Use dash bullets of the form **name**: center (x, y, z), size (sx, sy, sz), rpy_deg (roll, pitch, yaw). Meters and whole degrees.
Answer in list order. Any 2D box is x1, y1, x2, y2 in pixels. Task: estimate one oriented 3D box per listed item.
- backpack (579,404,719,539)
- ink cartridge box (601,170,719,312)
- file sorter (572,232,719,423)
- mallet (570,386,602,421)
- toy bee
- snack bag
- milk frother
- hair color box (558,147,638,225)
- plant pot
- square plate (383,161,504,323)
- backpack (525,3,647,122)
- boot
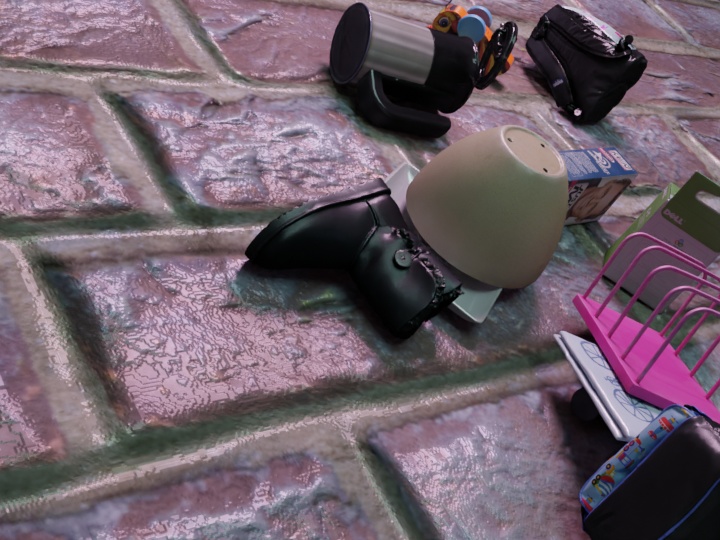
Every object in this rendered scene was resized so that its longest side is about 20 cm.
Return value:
- **backpack**: center (0.336, 0.247, 0.902), size (0.200, 0.183, 0.135), rpy_deg (32, 17, -27)
- **ink cartridge box**: center (0.429, -0.047, 1.277), size (0.104, 0.200, 0.059), rpy_deg (34, 36, 0)
- **file sorter**: center (0.361, 0.062, 1.083), size (0.139, 0.125, 0.200), rpy_deg (24, 22, -18)
- **mallet**: center (0.311, 0.188, 1.018), size (0.066, 0.041, 0.200), rpy_deg (0, 31, -39)
- **toy bee**: center (0.167, -0.405, 1.586), size (0.131, 0.109, 0.200), rpy_deg (-21, 87, -57)
- **snack bag**: center (0.322, 0.150, 1.041), size (0.200, 0.021, 0.189), rpy_deg (21, 23, -24)
- **milk frother**: center (0.089, -0.305, 1.314), size (0.188, 0.200, 0.181), rpy_deg (9, 47, -30)
- **hair color box**: center (0.297, -0.116, 1.340), size (0.200, 0.100, 0.061), rpy_deg (-11, 56, -43)
- **plant pot**: center (0.174, -0.096, 1.148), size (0.200, 0.134, 0.200), rpy_deg (20, 39, -17)
- **square plate**: center (0.092, -0.035, 1.152), size (0.200, 0.028, 0.198), rpy_deg (38, 36, 5)
- **backpack**: center (0.390, -0.373, 1.675), size (0.200, 0.167, 0.127), rpy_deg (52, 20, 27)
- **boot**: center (0.000, 0.000, 1.000), size (0.200, 0.076, 0.168), rpy_deg (-25, 73, -37)
